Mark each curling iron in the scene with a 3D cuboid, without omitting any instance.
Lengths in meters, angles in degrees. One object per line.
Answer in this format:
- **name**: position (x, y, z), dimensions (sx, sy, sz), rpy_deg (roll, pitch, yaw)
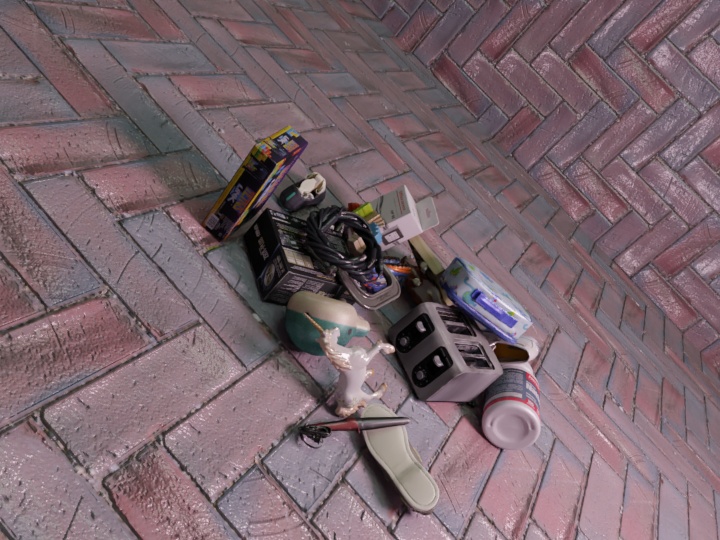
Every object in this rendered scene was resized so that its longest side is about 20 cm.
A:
- **curling iron**: position (-0.008, 0.255, 1.090), dimensions (0.199, 0.026, 0.050), rpy_deg (0, 27, -30)

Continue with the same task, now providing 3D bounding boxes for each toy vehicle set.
- **toy vehicle set**: position (0.168, -0.002, 1.605), dimensions (0.125, 0.026, 0.200), rpy_deg (56, -2, 28)

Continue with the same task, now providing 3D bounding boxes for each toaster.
- **toaster**: position (0.181, 0.176, 1.403), dimensions (0.199, 0.119, 0.182), rpy_deg (13, 42, -45)

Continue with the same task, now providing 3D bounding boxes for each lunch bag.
- **lunch bag**: position (0.266, 0.063, 1.450), dimensions (0.200, 0.083, 0.161), rpy_deg (36, 10, -14)

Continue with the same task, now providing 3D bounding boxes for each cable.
- **cable**: position (-0.035, -0.057, 1.296), dimensions (0.162, 0.051, 0.201), rpy_deg (18, 35, -18)

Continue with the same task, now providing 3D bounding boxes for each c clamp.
- **c clamp**: position (0.000, 0.000, 1.317), dimensions (0.171, 0.027, 0.200), rpy_deg (54, 30, 15)

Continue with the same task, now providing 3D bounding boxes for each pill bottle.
- **pill bottle**: position (0.326, 0.276, 1.456), dimensions (0.119, 0.120, 0.200), rpy_deg (40, 29, -8)

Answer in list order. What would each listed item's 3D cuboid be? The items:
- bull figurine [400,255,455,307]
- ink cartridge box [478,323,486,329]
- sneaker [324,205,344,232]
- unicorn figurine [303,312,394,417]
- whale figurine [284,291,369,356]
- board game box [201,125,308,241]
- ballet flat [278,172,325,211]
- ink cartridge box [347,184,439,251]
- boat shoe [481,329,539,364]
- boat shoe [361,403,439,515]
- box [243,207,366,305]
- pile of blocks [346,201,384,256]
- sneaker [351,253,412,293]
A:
- **bull figurine**: position (0.141, 0.040, 1.552), dimensions (0.200, 0.065, 0.121), rpy_deg (51, -9, -1)
- **ink cartridge box**: position (0.320, 0.116, 1.716), dimensions (0.116, 0.067, 0.201), rpy_deg (17, 39, -41)
- **sneaker**: position (-0.062, -0.108, 1.497), dimensions (0.076, 0.088, 0.200), rpy_deg (38, 27, -6)
- **unicorn figurine**: position (-0.012, 0.159, 1.127), dimensions (0.137, 0.201, 0.074), rpy_deg (-13, 16, -40)
- **whale figurine**: position (-0.059, 0.103, 1.225), dimensions (0.158, 0.104, 0.200), rpy_deg (14, -4, 21)
- **board game box**: position (-0.197, -0.165, 1.278), dimensions (0.057, 0.200, 0.165), rpy_deg (41, 29, -2)
- **ballet flat**: position (-0.116, -0.186, 1.549), dimensions (0.073, 0.073, 0.200), rpy_deg (45, 28, 3)
- **ink cartridge box**: position (0.070, -0.119, 1.555), dimensions (0.067, 0.199, 0.116), rpy_deg (54, 18, -37)
- **boat shoe**: position (0.288, 0.176, 1.492), dimensions (0.070, 0.199, 0.071), rpy_deg (-24, 113, -57)
- **boat shoe**: position (0.062, 0.314, 1.128), dimensions (0.202, 0.072, 0.060), rpy_deg (55, -15, 33)
- **box**: position (-0.107, -0.013, 1.310), dimensions (0.199, 0.086, 0.164), rpy_deg (15, 40, -43)
- **pile of blocks**: position (0.007, -0.103, 1.467), dimensions (0.201, 0.082, 0.062), rpy_deg (-101, 169, -54)
- **sneaker**: position (0.021, 0.014, 1.459), dimensions (0.199, 0.079, 0.075), rpy_deg (4, 21, -28)
